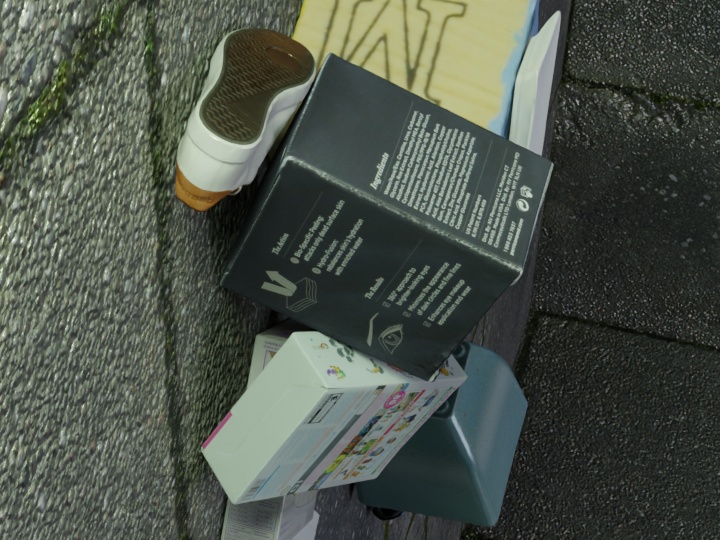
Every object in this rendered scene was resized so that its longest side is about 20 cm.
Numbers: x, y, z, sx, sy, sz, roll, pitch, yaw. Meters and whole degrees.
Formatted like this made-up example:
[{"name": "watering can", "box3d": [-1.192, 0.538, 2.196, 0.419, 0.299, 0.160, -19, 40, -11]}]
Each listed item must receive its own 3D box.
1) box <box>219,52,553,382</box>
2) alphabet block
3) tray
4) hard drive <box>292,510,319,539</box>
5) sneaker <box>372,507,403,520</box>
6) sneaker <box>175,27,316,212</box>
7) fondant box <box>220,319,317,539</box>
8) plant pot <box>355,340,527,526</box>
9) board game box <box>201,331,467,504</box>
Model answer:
[{"name": "box", "box3d": [0.017, -0.036, 1.277, 0.197, 0.199, 0.118, 125, -12, -55]}, {"name": "alphabet block", "box3d": [0.042, -0.140, 1.440, 0.196, 0.198, 0.198, 80, 24, -64]}, {"name": "tray", "box3d": [0.144, -0.116, 1.402, 0.108, 0.022, 0.201, -65, 163, -48]}, {"name": "hard drive", "box3d": [-0.089, 0.352, 1.747, 0.132, 0.026, 0.202, 66, 37, -72]}, {"name": "sneaker", "box3d": [0.065, 0.263, 2.307, 0.112, 0.072, 0.202, -35, 138, -76]}, {"name": "sneaker", "box3d": [-0.092, -0.111, 1.174, 0.085, 0.072, 0.200, -60, 180, 33]}, {"name": "fondant box", "box3d": [-0.071, 0.154, 1.542, 0.144, 0.058, 0.202, -23, 123, -76]}, {"name": "plant pot", "box3d": [0.091, 0.186, 2.090, 0.201, 0.195, 0.197, 70, 33, -53]}, {"name": "board game box", "box3d": [-0.021, 0.122, 1.399, 0.199, 0.064, 0.148, 1, 136, -52]}]
